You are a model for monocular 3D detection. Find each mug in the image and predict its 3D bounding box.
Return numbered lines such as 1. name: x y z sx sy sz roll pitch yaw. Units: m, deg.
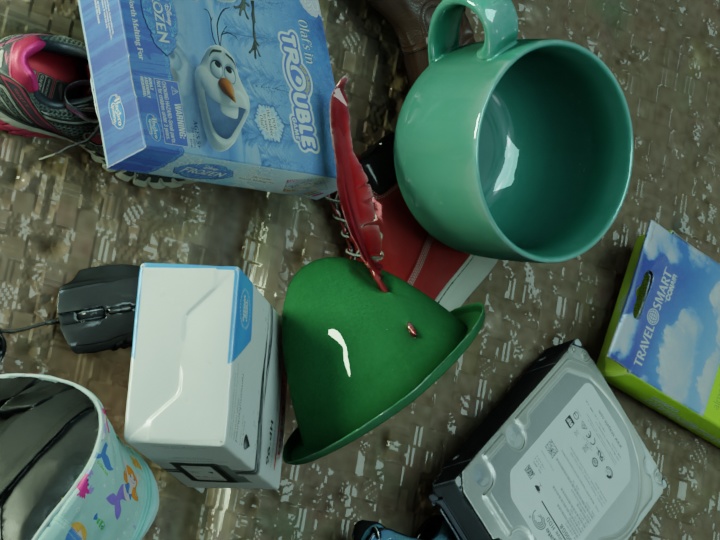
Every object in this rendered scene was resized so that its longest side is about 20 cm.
1. mug: 0.100 -0.100 1.738 0.152 0.114 0.185 7 89 -39

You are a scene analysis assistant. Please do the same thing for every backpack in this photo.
1. backpack: -0.222 0.166 1.540 0.151 0.177 0.200 52 56 -40

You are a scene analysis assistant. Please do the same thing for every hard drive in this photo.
1. hard drive: 0.139 0.157 1.810 0.140 0.038 0.200 58 43 -11

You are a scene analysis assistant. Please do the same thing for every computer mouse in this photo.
1. computer mouse: -0.206 0.033 1.650 0.200 0.034 0.059 -12 90 -32

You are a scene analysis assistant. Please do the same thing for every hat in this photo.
1. hat: -0.031 0.005 1.625 0.166 0.200 0.176 -35 98 10

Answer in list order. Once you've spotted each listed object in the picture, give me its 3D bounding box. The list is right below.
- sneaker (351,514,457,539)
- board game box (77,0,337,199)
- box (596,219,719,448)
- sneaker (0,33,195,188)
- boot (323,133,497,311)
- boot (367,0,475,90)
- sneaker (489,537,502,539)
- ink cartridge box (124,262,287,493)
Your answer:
1. sneaker: -0.002 0.223 1.735 0.200 0.078 0.090 -14 81 -41
2. board game box: -0.101 -0.156 1.683 0.199 0.043 0.200 7 66 -48
3. box: 0.263 0.058 1.920 0.200 0.048 0.122 30 68 -30
4. sneaker: -0.164 -0.107 1.672 0.200 0.075 0.081 12 76 -31
5. boot: 0.000 0.000 1.763 0.144 0.072 0.200 47 54 -17
6. boot: 0.038 -0.147 1.792 0.186 0.064 0.200 -15 96 -49
7. sneaker: 0.091 0.266 1.698 0.076 0.200 0.088 -27 55 -27
8. ink cartridge box: -0.092 0.076 1.618 0.068 0.200 0.116 2 76 11
